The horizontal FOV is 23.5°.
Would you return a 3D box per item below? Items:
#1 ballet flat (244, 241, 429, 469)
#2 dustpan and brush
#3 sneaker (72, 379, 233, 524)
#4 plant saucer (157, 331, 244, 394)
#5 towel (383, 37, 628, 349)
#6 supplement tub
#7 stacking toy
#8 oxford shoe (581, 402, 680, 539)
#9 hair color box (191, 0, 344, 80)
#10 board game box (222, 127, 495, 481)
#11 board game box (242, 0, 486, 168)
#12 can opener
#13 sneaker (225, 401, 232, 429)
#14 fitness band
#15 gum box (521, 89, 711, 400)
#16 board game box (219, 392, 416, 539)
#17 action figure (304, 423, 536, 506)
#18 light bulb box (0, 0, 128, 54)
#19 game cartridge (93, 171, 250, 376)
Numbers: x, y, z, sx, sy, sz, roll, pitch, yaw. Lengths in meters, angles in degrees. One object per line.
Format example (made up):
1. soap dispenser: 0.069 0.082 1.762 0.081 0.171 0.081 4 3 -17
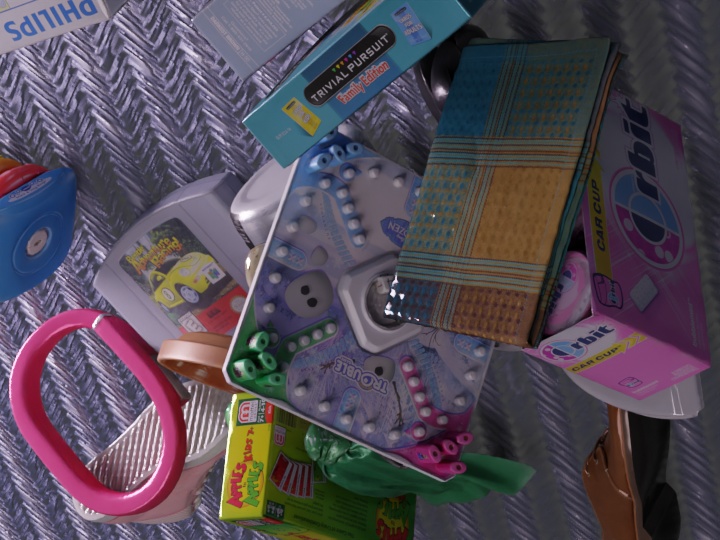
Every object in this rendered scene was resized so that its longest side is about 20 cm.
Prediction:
1. ballet flat: -0.011 0.058 1.252 0.066 0.057 0.200 -35 105 23
2. dustpan and brush: 0.168 0.045 1.296 0.199 0.057 0.141 -9 89 35
3. sneaker: -0.163 0.169 1.591 0.200 0.104 0.076 -36 61 17
4. plant saucer: -0.068 0.088 1.424 0.198 0.033 0.200 15 170 3
5. towel: 0.092 -0.055 1.127 0.022 0.202 0.146 21 173 -39
6. supplement tub: 0.000 0.000 1.323 0.122 0.123 0.201 -20 113 39
7. stacking toy: -0.348 -0.074 1.499 0.199 0.116 0.110 33 135 23
8. oxford shoe: 0.204 0.151 1.360 0.071 0.071 0.202 14 130 32
9. hair color box: -0.018 -0.219 1.181 0.061 0.099 0.199 48 133 -10
10. board game box: 0.020 0.023 1.238 0.199 0.202 0.026 27 161 -25
11. board game box: 0.024 -0.168 1.160 0.047 0.151 0.200 47 133 -9
12. can opener: 0.113 -0.086 1.234 0.201 0.063 0.079 53 176 -5
13. sneaker: -0.048 0.171 1.515 0.200 0.074 0.084 52 173 -39
14. fitness band: -0.232 0.126 1.547 0.200 0.037 0.144 47 104 20
15. gum box: 0.162 -0.030 1.146 0.113 0.202 0.066 23 142 -35
16. board game box: -0.029 0.174 1.418 0.047 0.103 0.199 -9 156 36
17. action figure: 0.032 0.152 1.395 0.199 0.055 0.118 16 145 -41
18. light bulb box: -0.269 -0.275 1.266 0.197 0.125 0.201 -11 119 35
19. game cartridge: -0.140 0.002 1.467 0.133 0.041 0.200 49 133 -6
